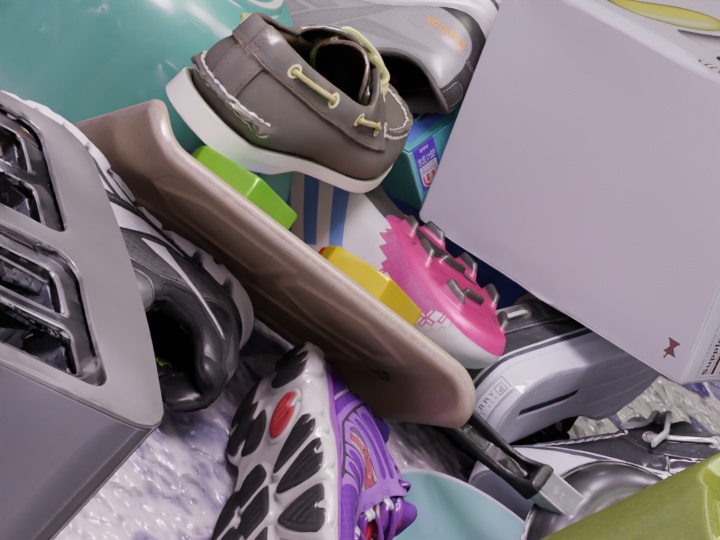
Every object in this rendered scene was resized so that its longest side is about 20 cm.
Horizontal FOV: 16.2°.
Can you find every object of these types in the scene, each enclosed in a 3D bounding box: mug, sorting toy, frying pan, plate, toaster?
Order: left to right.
[{"bbox_3d":[-0.175,0.014,0.912,0.200,0.119,0.181,29,28,-37],"label":"toaster"},{"bbox_3d":[-0.096,-0.117,1.293,0.185,0.114,0.152,40,22,-14],"label":"mug"},{"bbox_3d":[-0.043,-0.006,1.177,0.200,0.036,0.185,42,-13,-14],"label":"sorting toy"},{"bbox_3d":[0.070,0.178,1.196,0.200,0.026,0.200,39,22,-19],"label":"plate"},{"bbox_3d":[0.112,0.112,1.214,0.115,0.031,0.190,-24,88,-31],"label":"frying pan"}]

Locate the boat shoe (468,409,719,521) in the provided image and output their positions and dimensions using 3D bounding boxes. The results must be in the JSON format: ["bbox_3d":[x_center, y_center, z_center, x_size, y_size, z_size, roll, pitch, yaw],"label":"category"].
[{"bbox_3d":[0.157,0.107,1.292,0.074,0.199,0.068,75,24,-46],"label":"boat shoe"}]

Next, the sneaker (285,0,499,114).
[{"bbox_3d":[-0.026,-0.118,1.360,0.074,0.200,0.079,66,34,-44],"label":"sneaker"}]

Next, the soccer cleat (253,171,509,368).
[{"bbox_3d":[0.000,0.000,1.288,0.070,0.086,0.200,29,17,-48],"label":"soccer cleat"}]

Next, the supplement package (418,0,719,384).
[{"bbox_3d":[0.180,-0.051,1.338,0.191,0.147,0.200,33,22,34],"label":"supplement package"}]

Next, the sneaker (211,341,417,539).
[{"bbox_3d":[-0.010,0.100,1.104,0.083,0.081,0.200,35,23,-14],"label":"sneaker"}]

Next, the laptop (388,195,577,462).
[{"bbox_3d":[0.084,0.021,1.391,0.177,0.103,0.200,39,18,-14],"label":"laptop"}]

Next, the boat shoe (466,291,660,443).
[{"bbox_3d":[0.108,0.037,1.340,0.071,0.072,0.200,47,28,22],"label":"boat shoe"}]

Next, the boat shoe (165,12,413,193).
[{"bbox_3d":[-0.018,-0.083,1.200,0.072,0.060,0.202,49,18,17],"label":"boat shoe"}]

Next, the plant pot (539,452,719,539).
[{"bbox_3d":[0.117,0.170,1.028,0.200,0.190,0.200,30,38,-26],"label":"plant pot"}]

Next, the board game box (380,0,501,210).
[{"bbox_3d":[0.054,-0.126,1.431,0.152,0.200,0.045,30,-33,43],"label":"board game box"}]

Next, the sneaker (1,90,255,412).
[{"bbox_3d":[-0.125,-0.007,1.110,0.200,0.066,0.091,40,20,-21],"label":"sneaker"}]
